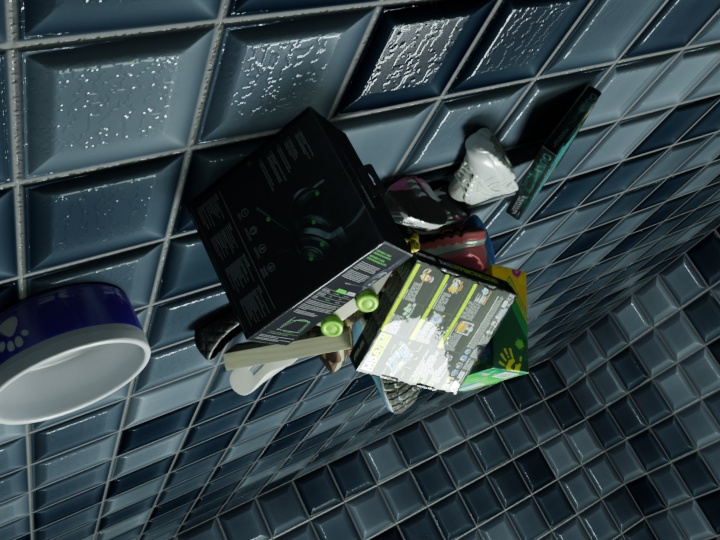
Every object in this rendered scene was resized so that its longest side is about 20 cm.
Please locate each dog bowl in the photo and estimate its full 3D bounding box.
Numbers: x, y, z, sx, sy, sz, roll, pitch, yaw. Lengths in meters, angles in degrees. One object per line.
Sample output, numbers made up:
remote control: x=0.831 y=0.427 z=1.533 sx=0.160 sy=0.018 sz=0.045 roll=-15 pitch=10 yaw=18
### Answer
dog bowl: x=-0.361 y=0.103 z=0.937 sx=0.197 sy=0.080 sz=0.201 roll=-26 pitch=161 yaw=-9

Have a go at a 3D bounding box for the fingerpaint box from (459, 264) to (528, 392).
fingerpaint box: x=0.194 y=0.102 z=1.295 sx=0.072 sy=0.170 sz=0.200 roll=10 pitch=160 yaw=-21

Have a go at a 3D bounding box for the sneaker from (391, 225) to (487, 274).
sneaker: x=0.101 y=-0.005 z=1.182 sx=0.196 sy=0.088 sz=0.074 roll=-12 pitch=-172 yaw=14

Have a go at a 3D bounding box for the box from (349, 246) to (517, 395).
box: x=0.109 y=0.082 z=1.158 sx=0.190 sy=0.048 sz=0.202 roll=17 pitch=113 yaw=-25

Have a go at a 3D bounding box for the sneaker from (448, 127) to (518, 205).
sneaker: x=0.171 y=-0.136 z=1.120 sx=0.098 sy=0.079 sz=0.200 roll=-29 pitch=161 yaw=11

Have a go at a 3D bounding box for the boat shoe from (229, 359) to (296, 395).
boat shoe: x=-0.156 y=0.155 z=1.402 sx=0.200 sy=0.072 sz=0.068 roll=-48 pitch=176 yaw=27

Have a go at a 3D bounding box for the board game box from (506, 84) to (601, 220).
board game box: x=0.291 y=-0.175 z=1.181 sx=0.136 sy=0.028 sz=0.201 roll=-51 pitch=170 yaw=-21

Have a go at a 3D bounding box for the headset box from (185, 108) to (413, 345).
headset box: x=-0.063 y=-0.047 z=0.845 sx=0.199 sy=0.176 sz=0.092 roll=-36 pitch=160 yaw=15

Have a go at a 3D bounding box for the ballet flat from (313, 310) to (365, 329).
ballet flat: x=-0.066 y=0.062 z=1.222 sx=0.065 sy=0.072 sz=0.198 roll=4 pitch=162 yaw=-41

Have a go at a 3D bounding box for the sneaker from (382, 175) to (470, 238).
sneaker: x=0.086 y=-0.078 z=1.139 sx=0.086 sy=0.081 sz=0.199 roll=-34 pitch=159 yaw=30

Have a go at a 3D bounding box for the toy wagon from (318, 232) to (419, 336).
toy wagon: x=0.000 y=0.000 z=1.114 sx=0.199 sy=0.157 sz=0.039 roll=-37 pitch=120 yaw=27

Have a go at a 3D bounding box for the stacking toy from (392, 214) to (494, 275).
stacking toy: x=0.121 y=-0.019 z=1.331 sx=0.196 sy=0.118 sz=0.110 roll=-7 pitch=159 yaw=-24

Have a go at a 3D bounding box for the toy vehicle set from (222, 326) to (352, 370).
toy vehicle set: x=-0.111 y=0.120 z=1.233 sx=0.196 sy=0.027 sz=0.124 roll=-10 pitch=-178 yaw=-1

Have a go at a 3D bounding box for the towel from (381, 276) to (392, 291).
towel: x=0.040 y=0.055 z=1.290 sx=0.196 sy=0.030 sz=0.147 roll=3 pitch=152 yaw=15

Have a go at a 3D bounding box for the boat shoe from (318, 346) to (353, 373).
boat shoe: x=-0.042 y=0.141 z=1.540 sx=0.074 sy=0.075 sz=0.203 roll=-37 pitch=171 yaw=-16

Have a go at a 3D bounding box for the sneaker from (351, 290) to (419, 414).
sneaker: x=0.035 y=0.132 z=1.250 sx=0.077 sy=0.204 sz=0.090 roll=-18 pitch=-179 yaw=-30

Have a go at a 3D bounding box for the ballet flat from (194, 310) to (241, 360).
ballet flat: x=-0.161 y=0.073 z=1.189 sx=0.198 sy=0.057 sz=0.067 roll=-28 pitch=162 yaw=-6
